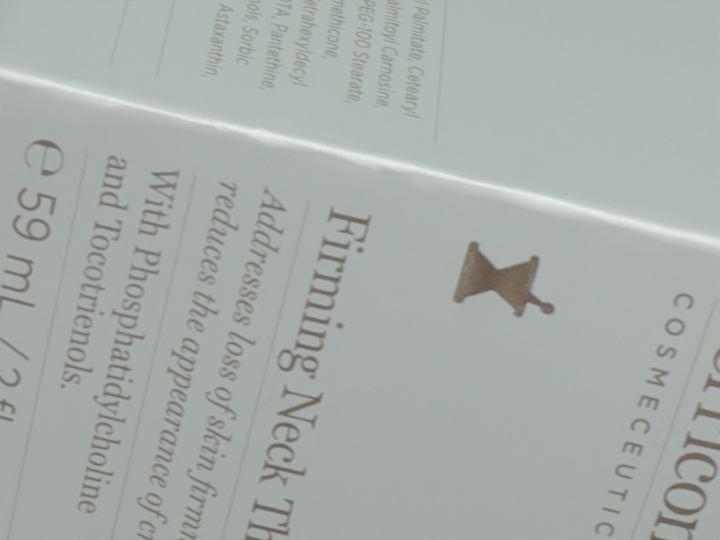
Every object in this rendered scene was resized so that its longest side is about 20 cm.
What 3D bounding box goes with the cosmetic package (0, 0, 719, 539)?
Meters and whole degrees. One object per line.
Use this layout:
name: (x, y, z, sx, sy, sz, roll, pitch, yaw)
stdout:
cosmetic package: (0.000, 0.000, 0.709, 0.199, 0.167, 0.168, 13, 123, -4)
